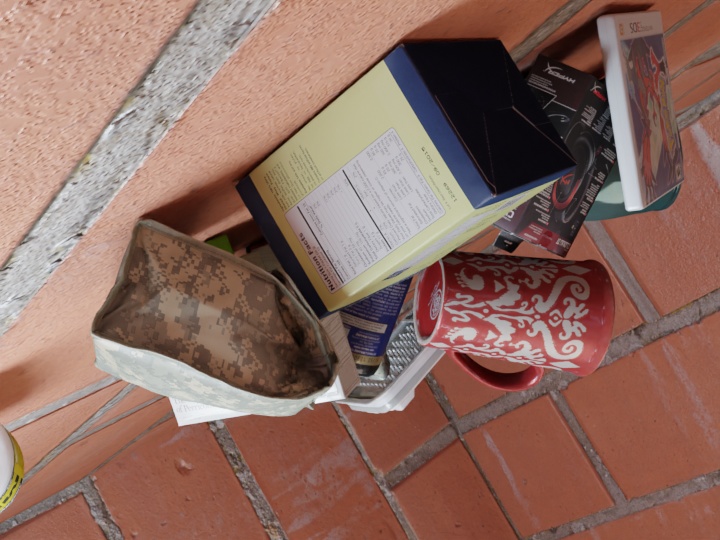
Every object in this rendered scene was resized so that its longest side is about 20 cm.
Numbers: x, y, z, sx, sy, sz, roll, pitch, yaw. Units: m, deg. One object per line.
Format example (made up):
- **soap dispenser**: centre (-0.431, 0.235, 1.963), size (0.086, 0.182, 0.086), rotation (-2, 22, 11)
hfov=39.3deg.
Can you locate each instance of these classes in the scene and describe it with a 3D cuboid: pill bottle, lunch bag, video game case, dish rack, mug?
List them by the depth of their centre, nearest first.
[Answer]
- **lunch bag**: centre (-0.115, 0.057, 0.846), size (0.164, 0.198, 0.119), rotation (132, -20, -71)
- **pill bottle**: centre (-0.413, 0.207, 1.052), size (0.114, 0.115, 0.200), rotation (-29, 174, -19)
- **pill bottle**: centre (0.000, 0.000, 1.062), size (0.202, 0.111, 0.112), rotation (-69, 166, 8)
- **video game case**: centre (0.311, -0.180, 1.101), size (0.023, 0.202, 0.182), rotation (-5, -169, 33)
- **mug**: centre (0.165, 0.064, 1.146), size (0.198, 0.180, 0.133), rotation (8, -169, -15)
- **dish rack**: centre (0.064, 0.107, 1.269), size (0.200, 0.044, 0.171), rotation (-46, -169, -18)

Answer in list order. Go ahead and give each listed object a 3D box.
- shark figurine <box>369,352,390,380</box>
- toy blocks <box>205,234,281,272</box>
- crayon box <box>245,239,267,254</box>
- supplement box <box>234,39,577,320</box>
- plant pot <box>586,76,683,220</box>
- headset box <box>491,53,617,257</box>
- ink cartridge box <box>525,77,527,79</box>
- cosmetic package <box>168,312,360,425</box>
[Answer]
- **shark figurine**: centre (0.037, 0.052, 1.285), size (0.127, 0.090, 0.215), rotation (11, -124, 36)
- **toy blocks**: centre (-0.161, 0.031, 1.033), size (0.199, 0.101, 0.136), rotation (-23, -179, -28)
- **crayon box**: centre (-0.032, -0.023, 1.203), size (0.198, 0.059, 0.173), rotation (-20, 174, -6)
- **supplement box**: centre (0.042, -0.080, 0.857), size (0.199, 0.135, 0.199), rotation (-35, 173, 32)
- **plant pot**: centre (0.304, -0.154, 1.374), size (0.186, 0.202, 0.200), rotation (-16, 172, -9)
- **headset box**: centre (0.204, -0.110, 1.095), size (0.148, 0.075, 0.202), rotation (15, 104, -55)
- **ink cartridge box**: centre (0.120, -0.147, 1.158), size (0.199, 0.041, 0.199), rotation (-27, 173, -34)
- **cosmetic package**: centre (-0.106, 0.099, 1.021), size (0.198, 0.083, 0.051), rotation (-13, -170, 24)
